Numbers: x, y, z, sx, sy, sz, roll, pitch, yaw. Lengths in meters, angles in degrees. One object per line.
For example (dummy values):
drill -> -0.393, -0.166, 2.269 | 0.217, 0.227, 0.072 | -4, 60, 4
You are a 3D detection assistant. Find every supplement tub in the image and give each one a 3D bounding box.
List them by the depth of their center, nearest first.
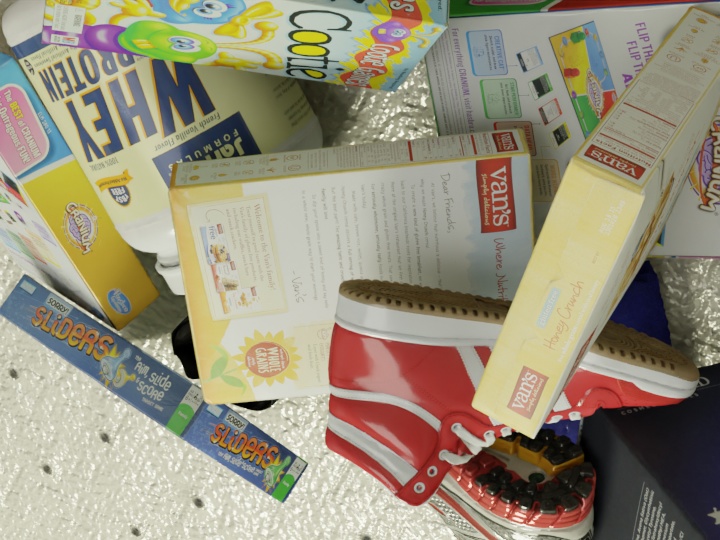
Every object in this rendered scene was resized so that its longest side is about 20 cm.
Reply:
supplement tub -> -0.111, -0.102, 0.892 | 0.145, 0.145, 0.201 | -18, 108, 35

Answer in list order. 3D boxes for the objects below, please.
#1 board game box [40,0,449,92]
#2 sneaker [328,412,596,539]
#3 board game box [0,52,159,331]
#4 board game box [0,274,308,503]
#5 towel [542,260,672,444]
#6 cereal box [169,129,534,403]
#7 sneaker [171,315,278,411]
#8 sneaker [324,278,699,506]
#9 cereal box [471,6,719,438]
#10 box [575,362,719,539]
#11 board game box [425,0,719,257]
board game box -> -0.061, -0.170, 0.765 | 0.199, 0.104, 0.105 | 6, 166, -13
sneaker -> 0.055, 0.124, 0.874 | 0.200, 0.078, 0.082 | 28, 140, 43
board game box -> -0.229, -0.064, 0.971 | 0.153, 0.040, 0.200 | 25, 150, 47
board game box -> -0.143, 0.081, 0.999 | 0.200, 0.035, 0.135 | 28, 170, 35
towel -> 0.131, 0.094, 0.931 | 0.147, 0.050, 0.201 | -10, 114, 9
cereal box -> 0.000, 0.000, 0.829 | 0.199, 0.040, 0.145 | -5, 119, 0
sneaker -> -0.030, 0.054, 0.961 | 0.199, 0.111, 0.077 | 13, 123, 21
sneaker -> 0.077, 0.077, 0.791 | 0.199, 0.071, 0.113 | 11, 101, -1
cereal box -> 0.124, -0.028, 0.702 | 0.039, 0.200, 0.144 | 27, 127, 12
box -> 0.225, 0.148, 0.797 | 0.200, 0.147, 0.105 | -127, 32, -49
board game box -> 0.142, -0.083, 0.824 | 0.199, 0.040, 0.154 | 2, 119, 27
